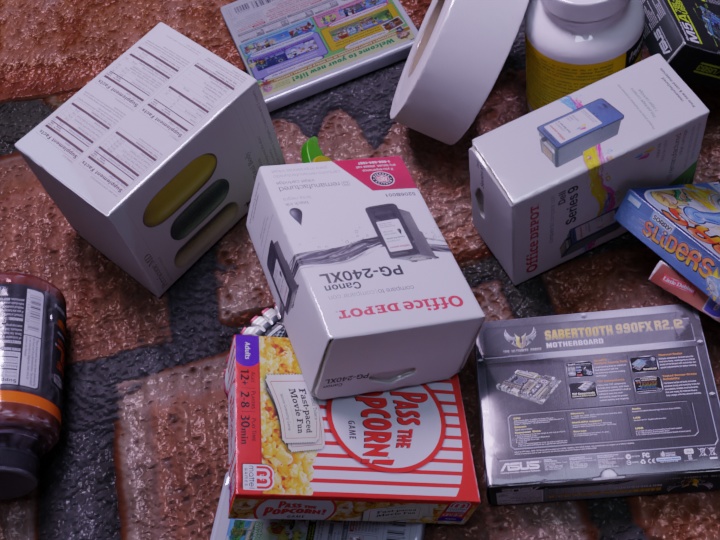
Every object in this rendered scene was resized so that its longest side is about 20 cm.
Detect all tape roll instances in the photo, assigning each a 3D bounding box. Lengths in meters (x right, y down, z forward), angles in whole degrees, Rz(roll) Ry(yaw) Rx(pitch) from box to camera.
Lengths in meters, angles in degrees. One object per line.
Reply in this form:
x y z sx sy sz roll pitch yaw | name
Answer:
0.100 -0.233 0.991 0.071 0.202 0.203 22 61 -6 | tape roll

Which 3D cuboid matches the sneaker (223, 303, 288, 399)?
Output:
-0.042 0.059 0.908 0.200 0.081 0.075 -39 61 -15 | sneaker

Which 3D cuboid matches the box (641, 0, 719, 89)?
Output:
0.358 -0.265 1.004 0.193 0.048 0.200 5 53 -24 | box

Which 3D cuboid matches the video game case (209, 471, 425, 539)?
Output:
-0.046 0.271 0.807 0.182 0.022 0.200 3 59 13 | video game case

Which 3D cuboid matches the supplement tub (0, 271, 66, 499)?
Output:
-0.334 0.108 0.918 0.107 0.107 0.200 -11 57 4 | supplement tub

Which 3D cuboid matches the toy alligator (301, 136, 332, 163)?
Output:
-0.044 -0.049 0.997 0.054 0.059 0.200 21 54 -24 | toy alligator

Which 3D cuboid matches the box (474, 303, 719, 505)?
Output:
0.201 0.114 0.844 0.200 0.048 0.158 -6 55 7 | box

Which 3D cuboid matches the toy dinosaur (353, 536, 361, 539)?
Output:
0.059 0.240 0.751 0.200 0.077 0.102 -2 25 -19 | toy dinosaur

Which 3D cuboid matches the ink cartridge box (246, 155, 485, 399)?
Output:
0.000 0.000 0.855 0.145 0.083 0.200 -7 51 -24 | ink cartridge box

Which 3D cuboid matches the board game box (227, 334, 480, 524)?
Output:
-0.010 0.133 0.824 0.200 0.046 0.152 5 50 -14 | board game box

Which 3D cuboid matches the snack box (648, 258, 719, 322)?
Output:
0.351 0.043 0.843 0.200 0.024 0.072 34 31 22 | snack box

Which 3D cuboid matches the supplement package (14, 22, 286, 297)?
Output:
-0.207 -0.114 1.008 0.151 0.152 0.200 34 69 27 | supplement package

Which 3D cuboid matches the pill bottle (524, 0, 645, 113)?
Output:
0.219 -0.215 0.962 0.112 0.200 0.112 -5 57 8 | pill bottle

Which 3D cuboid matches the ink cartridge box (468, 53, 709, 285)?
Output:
0.209 -0.090 0.916 0.200 0.145 0.088 -24 58 -6 | ink cartridge box

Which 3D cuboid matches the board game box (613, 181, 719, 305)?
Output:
0.337 -0.007 0.852 0.135 0.034 0.200 -8 41 -37 | board game box

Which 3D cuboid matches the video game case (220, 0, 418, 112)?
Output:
-0.049 -0.289 1.169 0.200 0.022 0.182 -22 56 -5 | video game case
